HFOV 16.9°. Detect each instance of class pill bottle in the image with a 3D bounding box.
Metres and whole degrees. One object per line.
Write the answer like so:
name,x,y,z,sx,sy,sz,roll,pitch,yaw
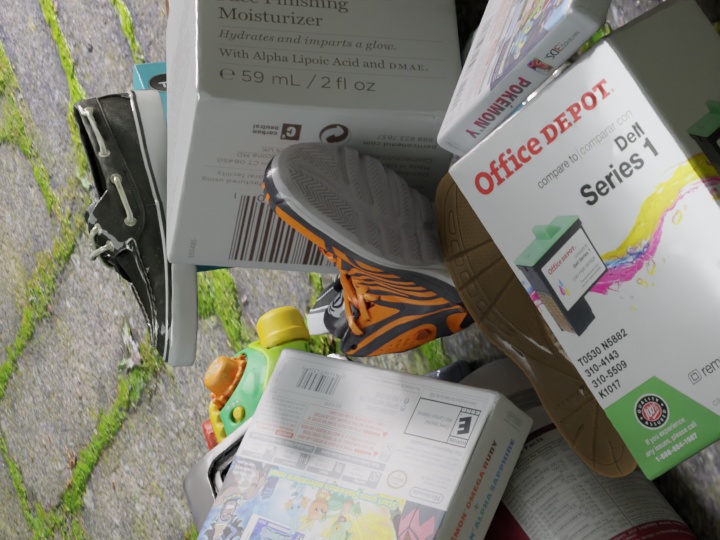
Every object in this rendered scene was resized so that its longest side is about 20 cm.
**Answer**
pill bottle,0.128,0.152,1.485,0.200,0.109,0.110,52,148,38

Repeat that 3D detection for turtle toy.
turtle toy,-0.069,0.126,1.882,0.200,0.100,0.147,85,166,-70

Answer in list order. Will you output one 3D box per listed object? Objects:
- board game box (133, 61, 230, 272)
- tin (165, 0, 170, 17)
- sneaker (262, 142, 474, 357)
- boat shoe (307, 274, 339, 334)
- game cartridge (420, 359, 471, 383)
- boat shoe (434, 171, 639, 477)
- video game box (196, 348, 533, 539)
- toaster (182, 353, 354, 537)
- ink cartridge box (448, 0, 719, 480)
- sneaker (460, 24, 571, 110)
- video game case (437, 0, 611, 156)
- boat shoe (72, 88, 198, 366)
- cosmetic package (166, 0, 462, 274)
board game box,-0.063,-0.081,1.648,0.200,0.150,0.047,-116,24,-52
tin,-0.100,-0.206,1.842,0.200,0.042,0.113,27,133,58
sneaker,0.000,0.000,1.449,0.112,0.199,0.078,-36,43,34
boat shoe,0.020,0.006,1.688,0.200,0.068,0.057,-21,78,60
game cartridge,0.050,0.144,1.739,0.134,0.041,0.200,68,156,3
boat shoe,0.116,0.021,1.399,0.201,0.065,0.072,56,144,3
video game box,-0.008,0.150,1.489,0.199,0.183,0.047,10,158,47
toaster,-0.010,0.176,1.601,0.119,0.200,0.181,38,-161,-40
ink cartridge box,0.159,-0.017,1.254,0.145,0.084,0.201,-39,81,45
sneaker,0.127,-0.087,1.400,0.081,0.076,0.201,-58,45,30
video game case,0.111,-0.176,1.273,0.201,0.023,0.182,-68,11,-24
boat shoe,-0.147,-0.025,1.569,0.071,0.063,0.201,107,153,-57
cosmetic package,-0.033,-0.125,1.513,0.166,0.163,0.201,106,164,-52
